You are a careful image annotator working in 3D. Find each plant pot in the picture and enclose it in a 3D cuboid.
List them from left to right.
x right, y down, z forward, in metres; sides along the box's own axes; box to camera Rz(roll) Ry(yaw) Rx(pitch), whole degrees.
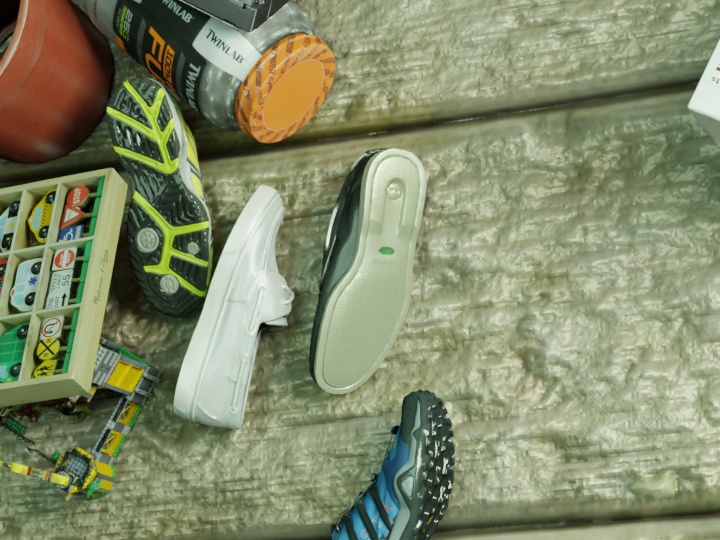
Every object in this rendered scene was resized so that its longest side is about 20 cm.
[{"bbox_3d":[-0.317,-0.186,1.794,0.200,0.195,0.201,-6,75,22],"label":"plant pot"}]

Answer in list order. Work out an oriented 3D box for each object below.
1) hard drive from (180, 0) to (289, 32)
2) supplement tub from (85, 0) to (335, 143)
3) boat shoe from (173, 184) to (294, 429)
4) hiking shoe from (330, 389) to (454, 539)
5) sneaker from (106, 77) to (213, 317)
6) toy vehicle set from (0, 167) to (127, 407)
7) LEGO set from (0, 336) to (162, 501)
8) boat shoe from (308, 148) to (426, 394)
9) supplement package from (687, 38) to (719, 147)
[{"bbox_3d":[-0.096,-0.274,1.728,0.140,0.200,0.038,27,130,13],"label":"hard drive"},{"bbox_3d":[-0.122,-0.199,1.757,0.200,0.123,0.123,40,94,26],"label":"supplement tub"},{"bbox_3d":[-0.090,0.032,1.721,0.068,0.072,0.200,19,77,4],"label":"boat shoe"},{"bbox_3d":[0.017,0.187,1.629,0.087,0.074,0.200,6,79,23],"label":"hiking shoe"},{"bbox_3d":[-0.155,-0.062,1.769,0.075,0.076,0.200,-6,93,15],"label":"sneaker"},{"bbox_3d":[-0.260,0.015,1.699,0.124,0.027,0.200,-10,54,23],"label":"toy vehicle set"},{"bbox_3d":[-0.271,0.092,1.748,0.200,0.116,0.154,38,93,26],"label":"LEGO set"},{"bbox_3d":[0.000,0.000,1.699,0.068,0.072,0.200,13,88,61],"label":"boat shoe"},{"bbox_3d":[0.358,-0.153,1.507,0.147,0.191,0.200,25,88,26],"label":"supplement package"}]
